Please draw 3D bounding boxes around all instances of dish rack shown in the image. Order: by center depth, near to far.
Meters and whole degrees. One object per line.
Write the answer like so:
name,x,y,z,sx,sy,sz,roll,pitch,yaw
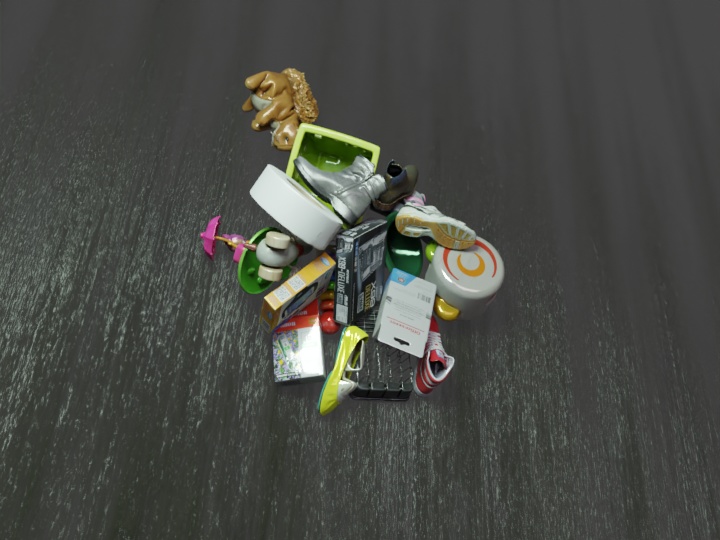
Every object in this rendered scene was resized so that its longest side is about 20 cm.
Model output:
dish rack,0.045,0.190,1.478,0.149,0.055,0.205,6,61,-18

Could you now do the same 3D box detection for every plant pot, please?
plant pot,-0.065,-0.218,1.533,0.194,0.182,0.205,17,98,1

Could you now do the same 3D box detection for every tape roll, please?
tape roll,-0.132,-0.131,1.355,0.201,0.202,0.071,40,96,3

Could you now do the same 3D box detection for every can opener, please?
can opener,0.047,-0.181,1.645,0.197,0.053,0.067,29,63,8

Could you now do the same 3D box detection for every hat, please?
hat,0.036,-0.051,1.617,0.203,0.173,0.166,60,43,-22

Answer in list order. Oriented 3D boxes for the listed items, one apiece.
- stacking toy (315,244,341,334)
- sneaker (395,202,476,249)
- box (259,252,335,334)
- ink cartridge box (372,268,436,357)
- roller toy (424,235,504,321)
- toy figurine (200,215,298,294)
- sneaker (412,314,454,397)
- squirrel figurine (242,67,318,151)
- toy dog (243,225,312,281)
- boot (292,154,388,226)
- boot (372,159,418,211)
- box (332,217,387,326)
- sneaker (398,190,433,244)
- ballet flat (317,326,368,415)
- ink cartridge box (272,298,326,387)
stacking toy,-0.069,0.049,1.500,0.083,0.085,0.205,9,68,-15
sneaker,0.184,-0.117,1.542,0.195,0.077,0.088,18,41,6
box,-0.126,0.043,1.383,0.199,0.120,0.042,-36,74,-29
ink cartridge box,0.097,0.109,1.469,0.113,0.067,0.203,22,52,-6
roller toy,0.251,0.022,1.584,0.177,0.141,0.204,-3,57,-13
toy figurine,-0.263,-0.054,1.449,0.181,0.154,0.198,26,13,28
sneaker,0.167,0.177,1.491,0.069,0.113,0.205,12,61,-13
squirrel figurine,-0.182,-0.403,1.647,0.198,0.142,0.189,-32,84,-27
toy dog,-0.174,-0.044,1.350,0.094,0.200,0.135,22,86,13
boot,-0.042,-0.206,1.418,0.200,0.070,0.132,44,85,1
boot,0.104,-0.234,1.613,0.074,0.098,0.201,30,47,11
box,0.000,0.000,1.452,0.049,0.205,0.157,14,23,27
sneaker,0.155,-0.156,1.679,0.081,0.070,0.201,-34,81,-28
ballet flat,-0.032,0.220,1.396,0.066,0.067,0.204,14,76,22
ink cartridge box,-0.137,0.144,1.416,0.106,0.051,0.205,-8,66,2
